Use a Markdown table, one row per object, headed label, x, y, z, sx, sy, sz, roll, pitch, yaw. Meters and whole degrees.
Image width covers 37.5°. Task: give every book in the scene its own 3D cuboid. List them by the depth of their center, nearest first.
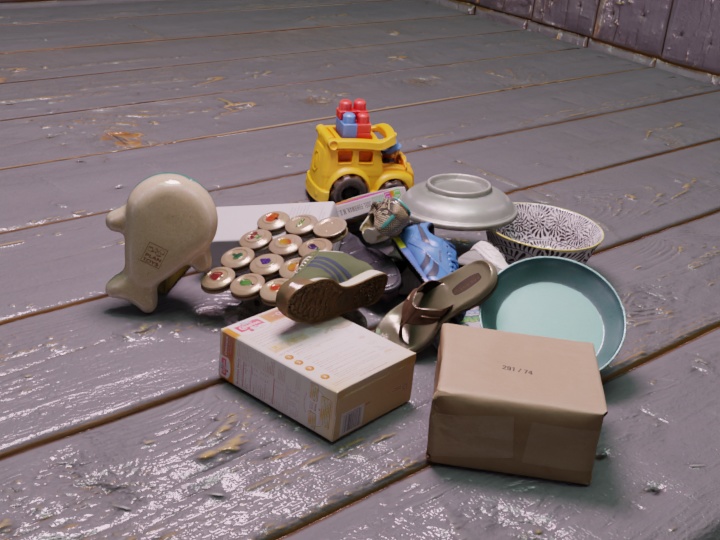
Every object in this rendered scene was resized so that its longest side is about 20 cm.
| label | x | y | z | sx | sy | sz | roll | pitch | yaw |
| --- | --- | --- | --- | --- | --- | --- | --- | --- | --- |
| book | -0.033 | -0.096 | 1.778 | 0.200 | 0.048 | 0.134 | -20 | 2 | -42 |

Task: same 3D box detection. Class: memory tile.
| label | x | y | z | sx | sy | sz | roll | pitch | yaw |
| --- | --- | --- | --- | --- | --- | --- | --- | --- | --- |
| memory tile | -0.121 | -0.023 | 1.509 | 0.153 | 0.017 | 0.200 | 11 | 41 | 28 |

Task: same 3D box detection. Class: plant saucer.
| label | x | y | z | sx | sy | sz | roll | pitch | yaw |
| --- | --- | --- | --- | --- | --- | --- | --- | --- | --- |
| plant saucer | 0.261 | 0.071 | 1.452 | 0.200 | 0.036 | 0.200 | 0 | 56 | 1 |
| plant saucer | 0.159 | -0.120 | 1.733 | 0.200 | 0.050 | 0.200 | 2 | 22 | -1 |

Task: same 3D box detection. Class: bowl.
| label | x | y | z | sx | sy | sz | roll | pitch | yaw |
| --- | --- | --- | --- | --- | --- | --- | --- | --- | --- |
| bowl | 0.291 | -0.033 | 1.741 | 0.201 | 0.094 | 0.201 | 6 | 25 | -3 |

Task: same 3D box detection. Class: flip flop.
| label | x | y | z | sx | sy | sz | roll | pitch | yaw |
| --- | --- | --- | --- | --- | --- | --- | --- | --- | --- |
| flip flop | 0.098 | 0.046 | 1.450 | 0.200 | 0.058 | 0.081 | -34 | 52 | 6 |

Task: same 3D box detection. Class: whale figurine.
| label | x | y | z | sx | sy | sz | roll | pitch | yaw |
| --- | --- | --- | --- | --- | --- | --- | --- | --- | --- |
| whale figurine | -0.283 | -0.044 | 1.490 | 0.159 | 0.200 | 0.104 | 24 | 12 | -15 |

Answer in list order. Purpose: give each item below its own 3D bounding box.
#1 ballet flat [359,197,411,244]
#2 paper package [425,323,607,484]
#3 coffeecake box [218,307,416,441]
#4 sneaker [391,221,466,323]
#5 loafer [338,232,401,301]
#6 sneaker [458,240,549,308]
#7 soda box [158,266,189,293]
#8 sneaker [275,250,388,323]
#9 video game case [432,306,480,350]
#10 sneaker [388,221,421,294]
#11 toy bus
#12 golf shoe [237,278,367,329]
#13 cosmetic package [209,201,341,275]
| label | x | y | z | sx | sy | sz | roll | pitch | yaw |
| --- | --- | --- | --- | --- | --- | --- | --- | --- | --- |
| ballet flat | 0.033 | -0.073 | 1.654 | 0.068 | 0.075 | 0.200 | 46 | -2 | -2 |
| paper package | 0.186 | 0.156 | 1.289 | 0.200 | 0.104 | 0.191 | 7 | 25 | 4 |
| coffeecake box | -0.056 | 0.119 | 1.342 | 0.200 | 0.073 | 0.153 | 25 | 30 | 34 |
| sneaker | 0.118 | -0.006 | 1.559 | 0.078 | 0.066 | 0.200 | -30 | 44 | -2 |
| loafer | 0.000 | 0.000 | 1.640 | 0.072 | 0.063 | 0.200 | -22 | 38 | -25 |
| sneaker | 0.210 | 0.028 | 1.574 | 0.079 | 0.074 | 0.200 | -28 | 37 | -21 |
| soda box | -0.293 | -0.037 | 1.630 | 0.064 | 0.068 | 0.200 | 11 | 25 | 8 |
| sneaker | -0.058 | 0.015 | 1.396 | 0.090 | 0.067 | 0.200 | 34 | 26 | 31 |
| video game case | 0.198 | 0.095 | 1.521 | 0.200 | 0.024 | 0.182 | -2 | 26 | -20 |
| sneaker | 0.071 | -0.022 | 1.690 | 0.092 | 0.076 | 0.200 | -5 | 25 | -15 |
| toy bus | 0.009 | -0.218 | 1.960 | 0.200 | 0.192 | 0.136 | 0 | 24 | -18 |
| golf shoe | -0.073 | 0.047 | 1.501 | 0.200 | 0.078 | 0.097 | 17 | 20 | 18 |
| cosmetic package | -0.137 | -0.047 | 1.623 | 0.200 | 0.074 | 0.102 | -2 | 36 | 15 |
